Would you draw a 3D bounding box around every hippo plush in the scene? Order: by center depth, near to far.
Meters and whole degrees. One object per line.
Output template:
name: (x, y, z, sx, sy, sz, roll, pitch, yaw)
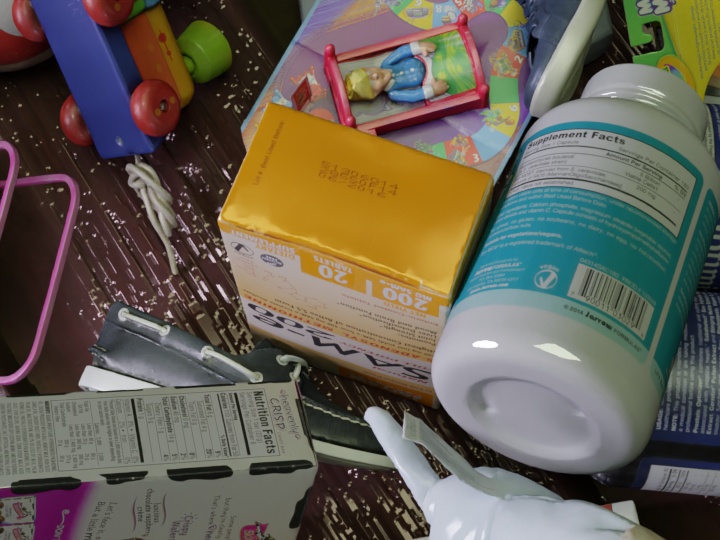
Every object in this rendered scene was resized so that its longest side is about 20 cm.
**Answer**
hippo plush: (0.071, 0.181, 0.652, 0.199, 0.159, 0.162, 28, 83, -10)

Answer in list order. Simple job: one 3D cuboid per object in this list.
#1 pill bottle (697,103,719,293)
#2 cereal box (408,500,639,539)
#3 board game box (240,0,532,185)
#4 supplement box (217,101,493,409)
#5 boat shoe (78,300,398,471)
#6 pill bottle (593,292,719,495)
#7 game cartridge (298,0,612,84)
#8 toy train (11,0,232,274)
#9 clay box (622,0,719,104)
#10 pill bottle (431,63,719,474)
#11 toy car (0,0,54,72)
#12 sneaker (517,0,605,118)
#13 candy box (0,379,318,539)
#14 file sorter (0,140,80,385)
pill bottle: (0.234, -0.040, 0.860, 0.197, 0.112, 0.113, 4, 71, 3)
cereal box: (0.072, 0.217, 0.814, 0.198, 0.040, 0.145, -11, 72, -2)
board game box: (0.024, -0.112, 0.891, 0.157, 0.039, 0.201, 28, 79, 8)
supplement box: (0.000, 0.000, 0.804, 0.125, 0.200, 0.074, 18, 71, 9)
boat shoe: (-0.065, 0.067, 0.849, 0.198, 0.076, 0.061, 16, 78, 6)
pill bottle: (0.185, 0.068, 0.817, 0.197, 0.112, 0.113, 5, 71, 2)
game cartridge: (0.058, -0.176, 0.950, 0.198, 0.041, 0.135, -8, 68, -1)
toy train: (-0.123, -0.113, 0.913, 0.084, 0.202, 0.116, -2, 29, 41)
clay box: (0.255, -0.168, 0.908, 0.198, 0.048, 0.116, -14, 107, -5)
pill bottle: (0.116, -0.008, 0.731, 0.110, 0.111, 0.201, 21, 59, 8)
toy car: (-0.259, -0.228, 0.884, 0.184, 0.200, 0.177, -44, 73, -12)
sneaker: (0.112, -0.185, 0.898, 0.084, 0.075, 0.202, 16, 63, 4)
candy box: (-0.132, 0.125, 0.763, 0.198, 0.137, 0.061, -1, 47, -18)
file sorter: (-0.272, -0.028, 0.801, 0.124, 0.199, 0.141, -5, 67, 38)
